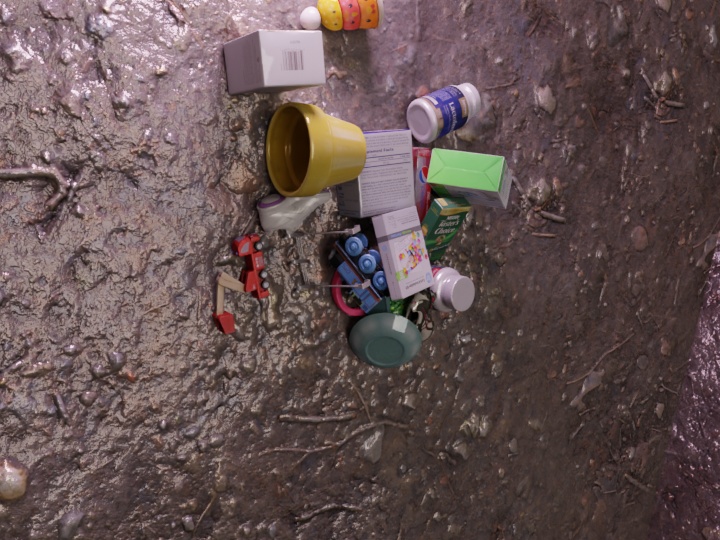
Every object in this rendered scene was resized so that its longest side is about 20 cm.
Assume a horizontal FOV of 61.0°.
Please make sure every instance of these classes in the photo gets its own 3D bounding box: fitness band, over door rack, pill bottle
[{"bbox_3d":[0.009,0.043,1.628,0.195,0.037,0.149,-10,103,-36],"label":"fitness band"},{"bbox_3d":[-0.085,-0.022,1.460,0.067,0.193,0.153,-45,128,-63],"label":"over door rack"},{"bbox_3d":[0.229,-0.434,1.665,0.197,0.114,0.119,-30,113,-28],"label":"pill bottle"},{"bbox_3d":[0.214,0.048,1.676,0.117,0.198,0.124,-6,100,-34],"label":"pill bottle"}]

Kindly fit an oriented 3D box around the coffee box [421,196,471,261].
[{"bbox_3d":[0.211,-0.109,1.676,0.120,0.044,0.203,-8,138,-39],"label":"coffee box"}]

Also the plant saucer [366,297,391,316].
[{"bbox_3d":[0.050,0.139,1.622,0.019,0.067,0.205,-74,161,-53],"label":"plant saucer"}]

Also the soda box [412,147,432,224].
[{"bbox_3d":[0.149,-0.229,1.665,0.062,0.069,0.208,-3,100,-40],"label":"soda box"}]

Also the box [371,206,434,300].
[{"bbox_3d":[0.107,-0.045,1.505,0.154,0.040,0.207,-18,96,-51],"label":"box"}]

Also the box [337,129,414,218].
[{"bbox_3d":[0.037,-0.250,1.560,0.180,0.104,0.207,-12,105,-34],"label":"box"}]

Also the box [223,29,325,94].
[{"bbox_3d":[-0.187,-0.443,1.310,0.149,0.198,0.110,-13,107,-32],"label":"box"}]

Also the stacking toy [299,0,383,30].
[{"bbox_3d":[-0.053,-0.616,1.447,0.196,0.146,0.150,-26,113,-10],"label":"stacking toy"}]

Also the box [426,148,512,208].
[{"bbox_3d":[0.298,-0.249,1.655,0.176,0.194,0.100,26,76,-67],"label":"box"}]

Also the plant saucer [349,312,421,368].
[{"bbox_3d":[0.065,0.199,1.611,0.202,0.197,0.039,48,27,-30],"label":"plant saucer"}]

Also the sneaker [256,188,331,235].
[{"bbox_3d":[-0.158,-0.146,1.469,0.195,0.074,0.103,-21,123,-28],"label":"sneaker"}]

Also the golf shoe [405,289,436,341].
[{"bbox_3d":[0.150,0.128,1.638,0.088,0.076,0.204,-42,146,-32],"label":"golf shoe"}]

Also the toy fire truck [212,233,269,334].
[{"bbox_3d":[-0.282,0.028,1.408,0.138,0.048,0.207,-17,107,-32],"label":"toy fire truck"}]

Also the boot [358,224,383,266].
[{"bbox_3d":[0.071,-0.034,1.611,0.199,0.070,0.147,40,54,-2],"label":"boot"}]

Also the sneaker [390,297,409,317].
[{"bbox_3d":[0.097,0.094,1.632,0.202,0.072,0.085,69,35,-51],"label":"sneaker"}]

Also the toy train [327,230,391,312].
[{"bbox_3d":[0.000,0.000,1.518,0.114,0.087,0.201,-40,90,18],"label":"toy train"}]

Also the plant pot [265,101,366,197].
[{"bbox_3d":[-0.094,-0.275,1.411,0.185,0.198,0.209,-7,102,-39],"label":"plant pot"}]
